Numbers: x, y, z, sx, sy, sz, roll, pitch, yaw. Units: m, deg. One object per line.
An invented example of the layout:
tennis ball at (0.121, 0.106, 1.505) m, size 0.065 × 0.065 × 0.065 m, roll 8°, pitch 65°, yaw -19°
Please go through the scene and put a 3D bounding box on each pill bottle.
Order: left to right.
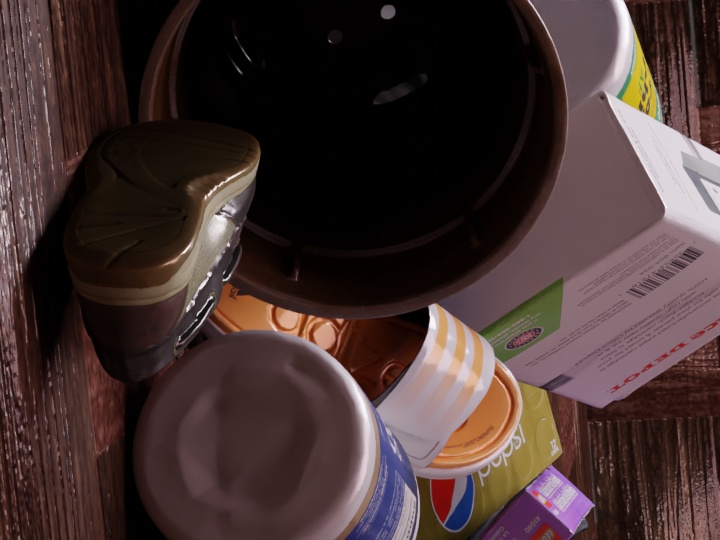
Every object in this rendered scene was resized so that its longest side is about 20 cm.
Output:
pill bottle at (-0.032, 0.105, 1.409) m, size 0.200 × 0.111 × 0.111 m, roll 59°, pitch 28°, yaw -71°
pill bottle at (0.110, -0.094, 1.674) m, size 0.200 × 0.113 × 0.113 m, roll 55°, pitch 32°, yaw -68°

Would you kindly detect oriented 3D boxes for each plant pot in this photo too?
plant pot at (-0.006, -0.105, 1.473) m, size 0.198 × 0.200 × 0.200 m, roll -94°, pitch 176°, yaw -67°

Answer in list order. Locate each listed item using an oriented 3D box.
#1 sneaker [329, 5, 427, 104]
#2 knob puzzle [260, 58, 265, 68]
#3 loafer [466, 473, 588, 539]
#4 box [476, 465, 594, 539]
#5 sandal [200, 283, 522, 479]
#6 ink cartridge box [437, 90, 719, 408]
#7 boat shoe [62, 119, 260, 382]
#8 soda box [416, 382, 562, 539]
sneaker at (0.029, -0.109, 1.702) m, size 0.088 × 0.075 × 0.200 m, roll 44°, pitch 7°, yaw 37°
knob puzzle at (-0.002, -0.071, 1.773) m, size 0.220 × 0.030 × 0.220 m, roll 45°, pitch 31°, yaw -37°
loafer at (0.064, 0.211, 1.826) m, size 0.201 × 0.070 × 0.068 m, roll -52°, pitch 175°, yaw -16°
box at (0.050, 0.202, 1.701) m, size 0.039 × 0.200 × 0.137 m, roll 42°, pitch 7°, yaw 5°
sandal at (0.005, 0.042, 1.480) m, size 0.207 × 0.059 × 0.079 m, roll 28°, pitch 67°, yaw -27°
ink cartridge box at (0.131, -0.007, 1.628) m, size 0.200 × 0.145 × 0.084 m, roll 20°, pitch 40°, yaw -60°
boat shoe at (-0.088, -0.013, 1.278) m, size 0.200 × 0.073 × 0.065 m, roll -61°, pitch 157°, yaw -67°
soda box at (0.042, 0.115, 1.734) m, size 0.200 × 0.064 × 0.068 m, roll -35°, pitch 114°, yaw -55°
